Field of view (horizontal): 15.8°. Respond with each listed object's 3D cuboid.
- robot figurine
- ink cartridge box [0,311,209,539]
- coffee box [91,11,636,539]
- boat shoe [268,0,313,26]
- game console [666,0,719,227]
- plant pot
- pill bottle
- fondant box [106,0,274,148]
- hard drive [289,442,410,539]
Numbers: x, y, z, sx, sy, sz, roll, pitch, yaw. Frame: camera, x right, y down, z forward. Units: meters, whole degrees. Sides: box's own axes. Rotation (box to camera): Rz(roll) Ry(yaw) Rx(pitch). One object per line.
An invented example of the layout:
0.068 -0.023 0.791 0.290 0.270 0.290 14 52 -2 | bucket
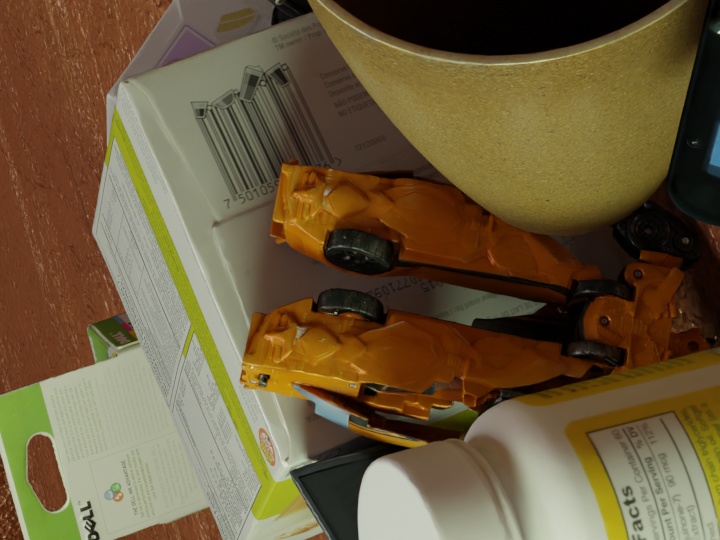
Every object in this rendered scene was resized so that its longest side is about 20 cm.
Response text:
0.054 0.020 1.129 0.058 0.199 0.146 104 178 -69 | robot figurine
-0.178 0.115 1.949 0.076 0.199 0.149 -144 39 -62 | ink cartridge box
0.000 0.000 1.273 0.198 0.199 0.201 114 133 -67 | coffee box
-0.016 -0.134 1.298 0.070 0.066 0.200 63 -174 9 | boat shoe
0.187 -0.026 0.793 0.200 0.118 0.171 94 161 -54 | game console
0.073 -0.103 1.022 0.187 0.186 0.200 60 174 32 | plant pot
0.107 0.097 1.025 0.114 0.199 0.115 168 90 -70 | pill bottle
-0.077 -0.116 1.430 0.058 0.145 0.200 34 169 2 | fondant box
0.049 0.137 1.174 0.135 0.042 0.200 58 -166 19 | hard drive
